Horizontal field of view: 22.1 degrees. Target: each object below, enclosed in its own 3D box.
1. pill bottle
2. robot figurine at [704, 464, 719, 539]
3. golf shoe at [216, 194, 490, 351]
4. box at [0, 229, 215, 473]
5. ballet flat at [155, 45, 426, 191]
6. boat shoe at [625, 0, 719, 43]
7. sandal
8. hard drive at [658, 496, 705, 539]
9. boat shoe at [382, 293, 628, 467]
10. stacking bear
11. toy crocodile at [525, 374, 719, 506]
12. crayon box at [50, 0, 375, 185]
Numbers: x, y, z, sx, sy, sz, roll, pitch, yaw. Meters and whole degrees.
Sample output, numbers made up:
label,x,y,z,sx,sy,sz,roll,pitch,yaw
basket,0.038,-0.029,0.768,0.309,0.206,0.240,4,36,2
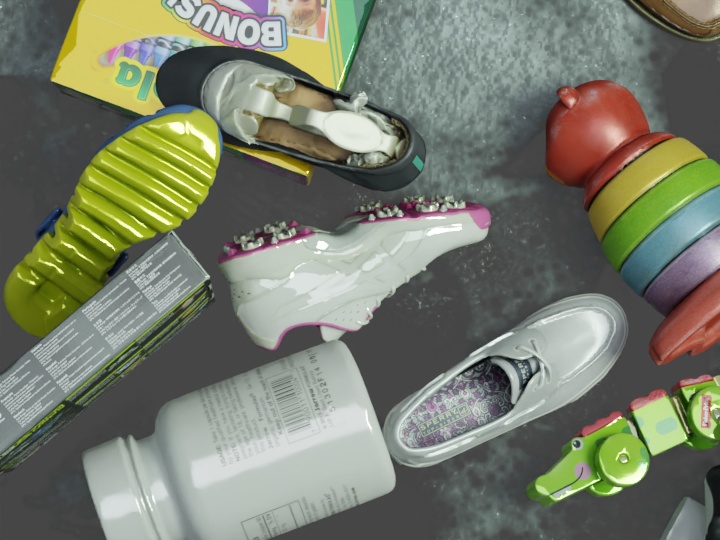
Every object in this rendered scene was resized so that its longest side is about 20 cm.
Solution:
label,x,y,z,sx,sy,sz,roll,pitch,yaw
pill bottle,-0.085,0.133,1.280,0.199,0.114,0.115,-20,85,-5
robot figurine,0.298,0.196,1.255,0.149,0.125,0.202,0,86,-4
golf shoe,0.000,0.000,1.328,0.198,0.075,0.092,-12,100,-2
box,-0.187,0.061,1.244,0.200,0.193,0.048,-40,86,-5
ballet flat,-0.047,-0.110,1.276,0.199,0.073,0.074,20,83,-1
boat shoe,0.208,-0.254,1.357,0.072,0.068,0.200,-40,88,-7
sandal,-0.173,-0.045,1.288,0.200,0.087,0.079,-41,108,18
hard drive,0.288,0.271,1.324,0.199,0.025,0.133,31,83,1
boat shoe,0.105,0.076,1.317,0.199,0.069,0.072,-23,85,-4
stacking bear,0.206,-0.049,1.317,0.114,0.121,0.200,-44,73,23
toy crocodile,0.207,0.113,1.319,0.199,0.068,0.062,-25,80,-7
crayon box,-0.101,-0.179,1.341,0.199,0.058,0.174,20,83,0
